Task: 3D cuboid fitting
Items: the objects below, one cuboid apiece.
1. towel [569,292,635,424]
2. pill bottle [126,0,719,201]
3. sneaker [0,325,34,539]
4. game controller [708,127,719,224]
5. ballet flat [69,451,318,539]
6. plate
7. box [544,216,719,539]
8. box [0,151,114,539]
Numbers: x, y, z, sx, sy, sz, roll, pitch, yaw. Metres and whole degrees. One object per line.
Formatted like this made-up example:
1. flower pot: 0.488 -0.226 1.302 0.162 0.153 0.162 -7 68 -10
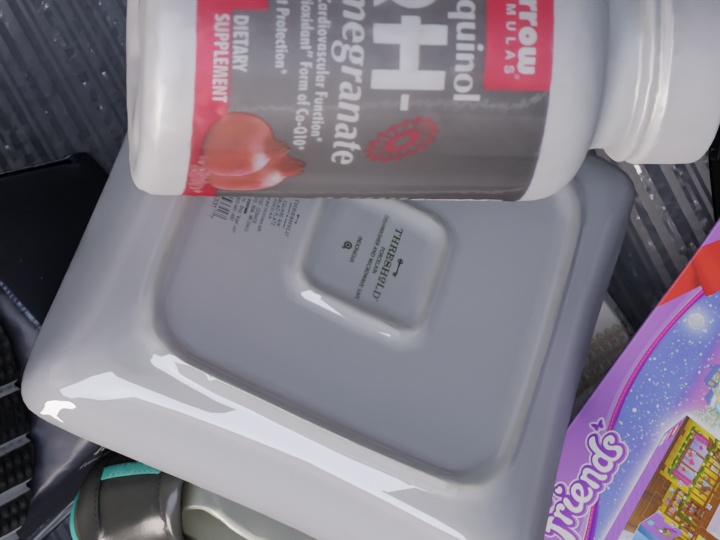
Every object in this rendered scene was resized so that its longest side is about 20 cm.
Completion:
1. towel: 0.080 0.091 0.947 0.149 0.031 0.201 -38 105 -26
2. pill bottle: 0.021 -0.079 0.785 0.199 0.111 0.112 0 104 -9
3. sneaker: -0.166 0.027 0.781 0.080 0.074 0.201 -5 93 26
4. game controller: 0.207 0.019 0.964 0.104 0.042 0.201 -10 104 -7
5. ballet flat: -0.018 0.124 0.856 0.200 0.068 0.068 32 137 -33
6. plate: 0.000 0.000 0.837 0.199 0.032 0.200 25 61 -10
7. box: 0.149 0.079 0.865 0.137 0.039 0.200 37 108 7
8. box: -0.170 0.065 0.915 0.200 0.197 0.117 -44 87 14
